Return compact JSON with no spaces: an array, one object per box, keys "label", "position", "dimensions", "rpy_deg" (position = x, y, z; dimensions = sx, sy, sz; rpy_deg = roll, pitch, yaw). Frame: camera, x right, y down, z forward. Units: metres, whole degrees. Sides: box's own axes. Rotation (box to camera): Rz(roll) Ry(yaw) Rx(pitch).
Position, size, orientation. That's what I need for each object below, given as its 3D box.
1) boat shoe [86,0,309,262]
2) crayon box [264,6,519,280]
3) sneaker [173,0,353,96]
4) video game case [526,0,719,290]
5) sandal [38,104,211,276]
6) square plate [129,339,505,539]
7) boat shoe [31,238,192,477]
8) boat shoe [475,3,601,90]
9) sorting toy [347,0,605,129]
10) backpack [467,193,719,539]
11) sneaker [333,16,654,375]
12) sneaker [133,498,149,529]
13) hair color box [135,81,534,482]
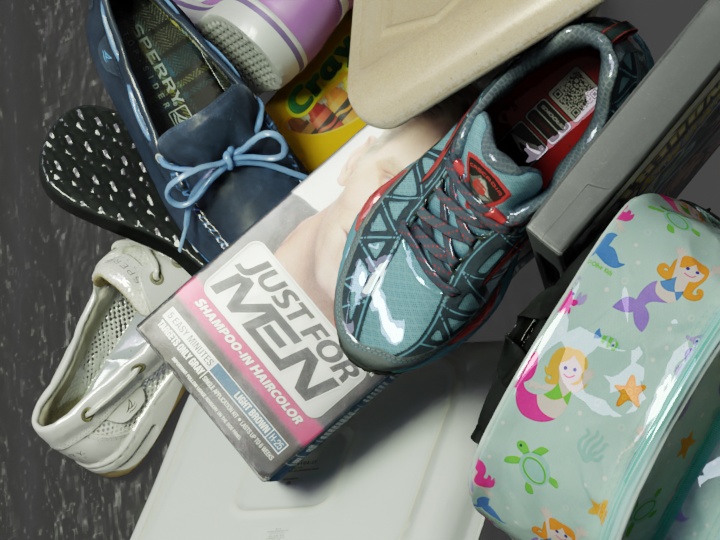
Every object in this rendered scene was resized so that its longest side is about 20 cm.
[{"label":"boat shoe","position":[-0.084,-0.066,1.534],"dimensions":[0.084,0.069,0.200],"rpy_deg":[-39,77,-10]},{"label":"crayon box","position":[0.029,-0.079,1.567],"dimensions":[0.127,0.051,0.200],"rpy_deg":[-49,50,9]},{"label":"sneaker","position":[-0.045,-0.150,1.620],"dimensions":[0.114,0.073,0.200],"rpy_deg":[-49,21,-13]},{"label":"video game case","position":[0.151,-0.074,1.384],"dimensions":[0.025,0.181,0.200],"rpy_deg":[39,87,10]},{"label":"sandal","position":[-0.076,-0.023,1.584],"dimensions":[0.200,0.048,0.076],"rpy_deg":[31,73,7]},{"label":"square plate","position":[-0.026,0.106,1.478],"dimensions":[0.199,0.029,0.199],"rpy_deg":[-6,40,27]},{"label":"boat shoe","position":[-0.111,0.012,1.616],"dimensions":[0.071,0.069,0.201],"rpy_deg":[22,83,43]},{"label":"boat shoe","position":[0.098,-0.166,1.504],"dimensions":[0.075,0.069,0.200],"rpy_deg":[35,74,34]},{"label":"sorting toy","position":[0.075,-0.166,1.405],"dimensions":[0.185,0.036,0.201],"rpy_deg":[-31,34,23]},{"label":"backpack","position":[0.133,0.062,1.338],"dimensions":[0.150,0.200,0.178],"rpy_deg":[31,89,20]},{"label":"sneaker","position":[0.052,-0.040,1.361],"dimensions":[0.079,0.096,0.200],"rpy_deg":[38,93,9]},{"label":"sneaker","position":[-0.049,0.181,1.510],"dimensions":[0.200,0.075,0.080],"rpy_deg":[25,96,48]},{"label":"hair color box","position":[0.000,0.000,1.443],"dimensions":[0.200,0.061,0.100],"rpy_deg":[-41,85,1]}]
